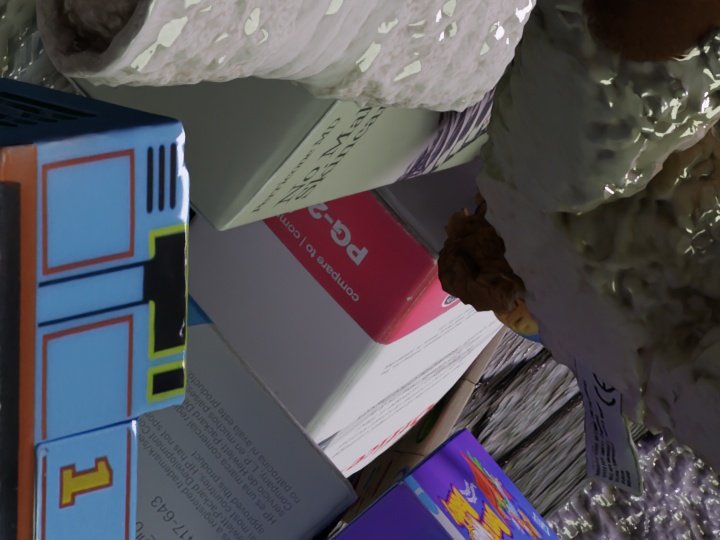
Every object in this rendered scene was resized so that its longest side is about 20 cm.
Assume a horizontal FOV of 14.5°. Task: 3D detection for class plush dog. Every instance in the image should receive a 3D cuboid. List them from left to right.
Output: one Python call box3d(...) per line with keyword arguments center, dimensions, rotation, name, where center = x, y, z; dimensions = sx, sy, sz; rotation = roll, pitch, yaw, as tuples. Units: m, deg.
box3d(center=(0.119, -0.041, 0.773), dimensions=(0.172, 0.201, 0.160), rotation=(-36, -167, -22), name="plush dog")

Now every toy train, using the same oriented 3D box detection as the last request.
box3d(center=(-0.098, 0.052, 0.636), dimensions=(0.114, 0.086, 0.201), rotation=(-11, 108, -42), name="toy train")

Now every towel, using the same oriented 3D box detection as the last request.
box3d(center=(0.019, -0.123, 0.492), dimensions=(0.132, 0.034, 0.201), rotation=(1, 112, -57), name="towel")

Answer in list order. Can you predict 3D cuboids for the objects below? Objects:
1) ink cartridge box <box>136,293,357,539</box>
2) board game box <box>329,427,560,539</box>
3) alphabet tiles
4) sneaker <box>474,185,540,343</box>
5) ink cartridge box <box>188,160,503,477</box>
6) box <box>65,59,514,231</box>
box3d(center=(-0.121, 0.084, 0.760), dimensions=(0.200, 0.129, 0.125), rotation=(-39, 175, -12), name="ink cartridge box")
box3d(center=(-0.039, 0.130, 0.773), dimensions=(0.200, 0.045, 0.134), rotation=(-42, 176, 9), name="board game box")
box3d(center=(0.029, 0.031, 1.179), dimensions=(0.168, 0.008, 0.200), rotation=(-60, -170, -8), name="alphabet tiles")
box3d(center=(0.098, -0.052, 0.899), dimensions=(0.075, 0.088, 0.201), rotation=(-25, -142, 47), name="sneaker")
box3d(center=(0.000, 0.000, 0.991), dimensions=(0.145, 0.084, 0.200), rotation=(-32, 165, -44), name="ink cartridge box")
box3d(center=(0.005, -0.071, 0.779), dimensions=(0.082, 0.068, 0.200), rotation=(-49, 168, 24), name="box")
